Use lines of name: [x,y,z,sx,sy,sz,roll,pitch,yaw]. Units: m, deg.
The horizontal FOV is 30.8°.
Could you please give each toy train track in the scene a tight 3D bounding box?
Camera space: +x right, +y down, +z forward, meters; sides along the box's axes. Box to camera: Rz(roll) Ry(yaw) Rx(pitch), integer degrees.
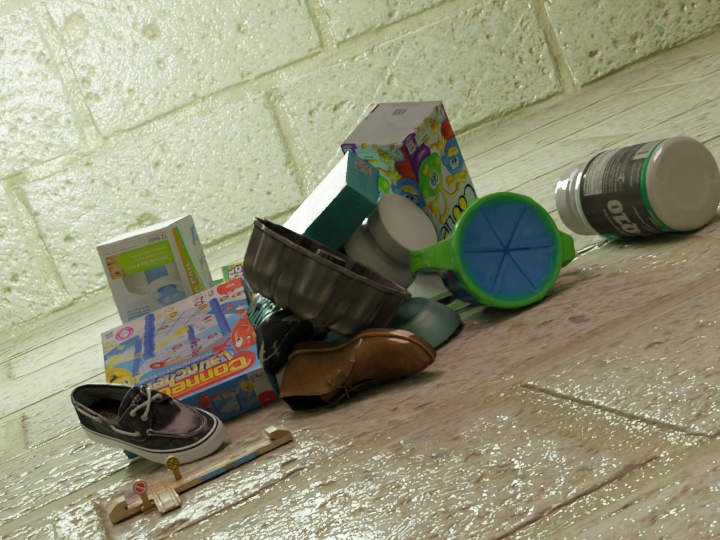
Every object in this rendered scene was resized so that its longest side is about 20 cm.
toy train track: [-0.166,0.198,1.329,0.199,0.033,0.115,-23,8,-14]

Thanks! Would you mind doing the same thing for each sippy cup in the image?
sippy cup: [0.154,-0.015,1.555,0.140,0.178,0.130,-61,9,-15]

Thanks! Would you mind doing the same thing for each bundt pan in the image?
bundt pan: [-0.047,0.016,1.475,0.076,0.201,0.202,-64,8,3]

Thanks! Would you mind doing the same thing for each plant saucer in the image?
plant saucer: [0.020,0.078,1.551,0.199,0.036,0.200,-22,12,5]

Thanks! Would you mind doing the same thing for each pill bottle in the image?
pill bottle: [0.337,-0.097,1.614,0.113,0.113,0.200,-26,9,-26]
pill bottle: [0.000,0.000,1.651,0.200,0.116,0.116,-44,-5,33]

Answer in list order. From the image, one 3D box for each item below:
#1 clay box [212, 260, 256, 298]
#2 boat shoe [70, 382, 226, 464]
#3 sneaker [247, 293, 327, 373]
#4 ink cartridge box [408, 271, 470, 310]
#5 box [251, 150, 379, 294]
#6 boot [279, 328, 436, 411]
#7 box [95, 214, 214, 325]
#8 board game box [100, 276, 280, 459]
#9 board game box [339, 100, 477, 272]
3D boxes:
clay box: [-0.115,0.033,1.861,0.199,0.115,0.048,-16,-20,0]
boat shoe: [-0.242,0.161,1.462,0.199,0.068,0.072,8,46,33]
sneaker: [-0.104,0.066,1.534,0.078,0.086,0.200,-46,-8,0]
ink cartridge box: [0.094,0.024,1.722,0.145,0.048,0.200,-22,32,6]
box: [-0.056,-0.048,1.610,0.200,0.049,0.082,-47,22,28]
boot: [-0.006,0.113,1.410,0.200,0.074,0.076,-13,38,39]
box: [-0.261,0.039,1.773,0.112,0.201,0.101,-15,8,13]
board game box: [-0.213,0.116,1.611,0.199,0.056,0.196,-23,35,-1]
board game box: [0.073,-0.107,1.696,0.105,0.200,0.103,3,40,39]
